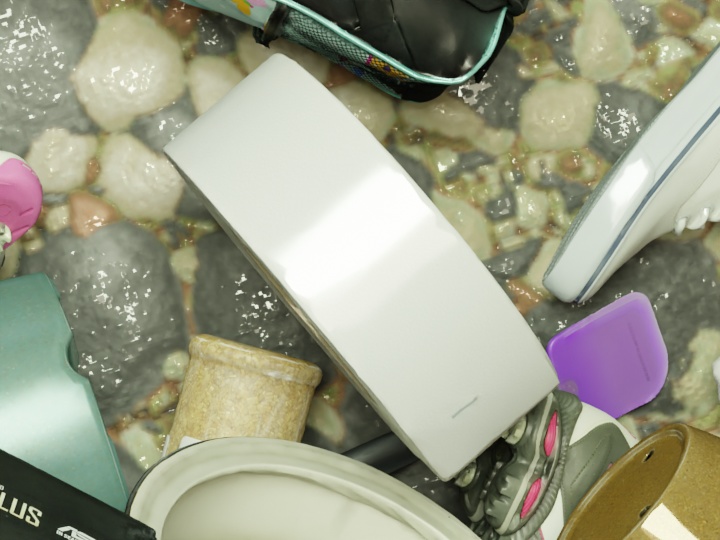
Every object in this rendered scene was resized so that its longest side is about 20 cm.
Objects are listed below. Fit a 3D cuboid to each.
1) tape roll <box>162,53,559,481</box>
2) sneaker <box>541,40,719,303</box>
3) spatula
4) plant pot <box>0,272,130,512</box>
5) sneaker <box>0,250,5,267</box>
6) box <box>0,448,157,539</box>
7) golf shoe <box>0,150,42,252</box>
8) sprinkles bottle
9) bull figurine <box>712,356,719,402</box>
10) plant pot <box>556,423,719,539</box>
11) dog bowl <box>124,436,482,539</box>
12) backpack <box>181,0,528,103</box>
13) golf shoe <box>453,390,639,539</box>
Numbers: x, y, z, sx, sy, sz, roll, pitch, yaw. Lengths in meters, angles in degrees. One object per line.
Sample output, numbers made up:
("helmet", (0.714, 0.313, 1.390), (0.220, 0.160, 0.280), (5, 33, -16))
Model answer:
("tape roll", (0.000, 0.000, 0.845), (0.071, 0.202, 0.202), (-40, 90, -4))
("sneaker", (0.173, -0.053, 0.920), (0.071, 0.073, 0.200), (41, 86, 2))
("spatula", (0.062, 0.073, 0.934), (0.200, 0.021, 0.057), (-23, 104, -2))
("plant pot", (-0.212, 0.100, 0.843), (0.196, 0.200, 0.200), (-18, 89, -11))
("sneaker", (-0.227, -0.076, 0.891), (0.078, 0.086, 0.200), (-17, 89, -3))
("box", (-0.194, 0.156, 0.690), (0.164, 0.086, 0.200), (28, 104, -11))
("golf shoe", (-0.241, -0.036, 0.839), (0.200, 0.075, 0.092), (-10, 52, 6))
("sprinkles bottle", (-0.074, 0.134, 0.902), (0.068, 0.068, 0.200), (15, 87, -3))
("bull figurine", (0.263, 0.014, 0.928), (0.121, 0.065, 0.200), (28, 89, -6))
("plant pot", (0.190, 0.167, 0.846), (0.200, 0.186, 0.186), (42, 86, -7))
("dog bowl", (-0.020, 0.162, 0.795), (0.200, 0.200, 0.074), (26, 115, -2))
("backpack", (-0.019, -0.188, 0.873), (0.200, 0.153, 0.176), (23, 86, -16))
("golf shoe", (0.072, 0.155, 0.906), (0.088, 0.077, 0.200), (21, 98, -24))
